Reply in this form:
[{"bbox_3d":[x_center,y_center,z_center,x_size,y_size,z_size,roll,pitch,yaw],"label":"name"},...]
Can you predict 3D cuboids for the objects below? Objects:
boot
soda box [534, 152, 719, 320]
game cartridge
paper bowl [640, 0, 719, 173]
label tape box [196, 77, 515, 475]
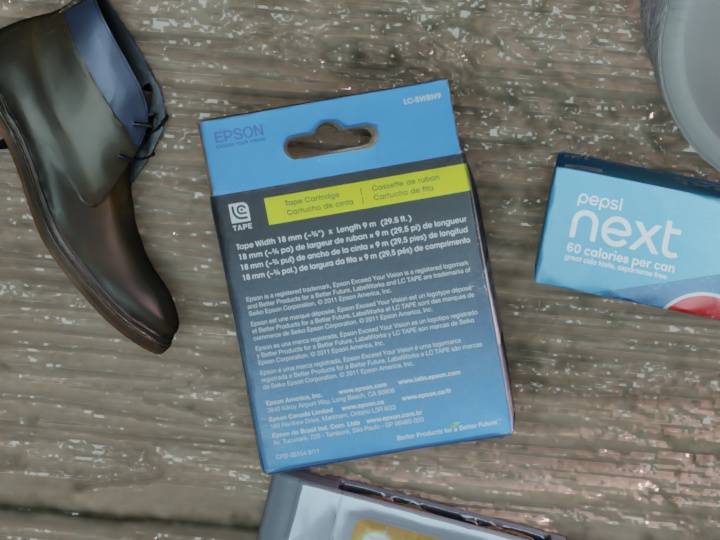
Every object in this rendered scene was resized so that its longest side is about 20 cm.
[{"bbox_3d":[-0.137,-0.056,1.619,0.097,0.075,0.200,-33,94,12],"label":"boot"},{"bbox_3d":[0.198,-0.010,1.603,0.199,0.064,0.068,11,101,4],"label":"soda box"},{"bbox_3d":[0.032,0.198,1.669,0.199,0.042,0.134,14,97,2],"label":"game cartridge"},{"bbox_3d":[0.251,-0.125,1.524,0.200,0.105,0.201,-3,123,-5],"label":"paper bowl"},{"bbox_3d":[0.000,0.000,1.622,0.144,0.063,0.201,-9,99,7],"label":"label tape box"}]
